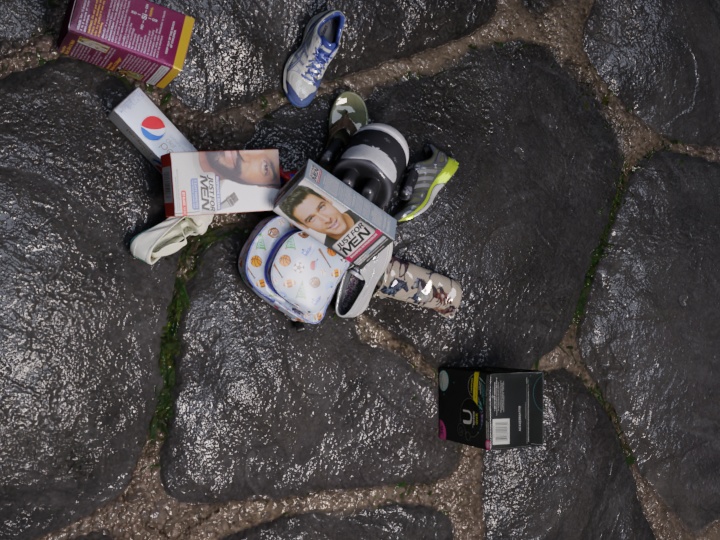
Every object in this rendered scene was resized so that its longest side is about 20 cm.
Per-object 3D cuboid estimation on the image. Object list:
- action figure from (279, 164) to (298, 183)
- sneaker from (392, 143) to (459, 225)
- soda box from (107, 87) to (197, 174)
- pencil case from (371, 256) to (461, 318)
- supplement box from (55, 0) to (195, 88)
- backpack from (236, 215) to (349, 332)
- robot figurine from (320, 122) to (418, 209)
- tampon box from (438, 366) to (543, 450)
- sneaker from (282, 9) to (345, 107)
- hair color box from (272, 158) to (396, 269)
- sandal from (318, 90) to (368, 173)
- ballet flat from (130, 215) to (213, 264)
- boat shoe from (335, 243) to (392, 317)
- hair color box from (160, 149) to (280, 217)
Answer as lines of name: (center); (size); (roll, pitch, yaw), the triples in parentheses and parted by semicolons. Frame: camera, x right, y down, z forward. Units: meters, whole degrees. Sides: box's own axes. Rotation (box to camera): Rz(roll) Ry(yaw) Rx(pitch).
action figure: (-0.163, -0.178, 1.762); (0.199, 0.065, 0.052); (4, 103, -25)
sneaker: (0.116, -0.173, 1.901); (0.081, 0.074, 0.200); (43, 64, -12)
soda box: (-0.354, -0.226, 1.667); (0.064, 0.068, 0.200); (-47, 107, -19)
pencil case: (0.113, 0.035, 1.882); (0.199, 0.078, 0.090); (19, 94, -24)
supplement box: (-0.406, -0.407, 1.615); (0.199, 0.131, 0.104); (16, 80, -25)
backpack: (-0.126, -0.009, 1.734); (0.190, 0.154, 0.201); (29, 79, -12)
robot figurine: (0.017, -0.187, 1.739); (0.150, 0.124, 0.200); (52, 39, -24)
tampon box: (0.257, 0.272, 1.876); (0.126, 0.200, 0.151); (1, 86, -25)
sneaker: (-0.088, -0.412, 1.793); (0.075, 0.088, 0.201); (21, 81, -26)
hair color box: (-0.044, -0.097, 1.650); (0.200, 0.099, 0.061); (34, 37, -20)
sandal: (-0.031, -0.252, 1.823); (0.079, 0.057, 0.202); (14, 84, -7)
ballet flat: (-0.318, -0.076, 1.677); (0.200, 0.069, 0.070); (-38, 104, -19)
boat shoe: (0.000, 0.000, 1.794); (0.072, 0.068, 0.201); (32, 109, 16)
hair color box: (-0.243, -0.155, 1.647); (0.199, 0.064, 0.112); (-7, 95, -29)
